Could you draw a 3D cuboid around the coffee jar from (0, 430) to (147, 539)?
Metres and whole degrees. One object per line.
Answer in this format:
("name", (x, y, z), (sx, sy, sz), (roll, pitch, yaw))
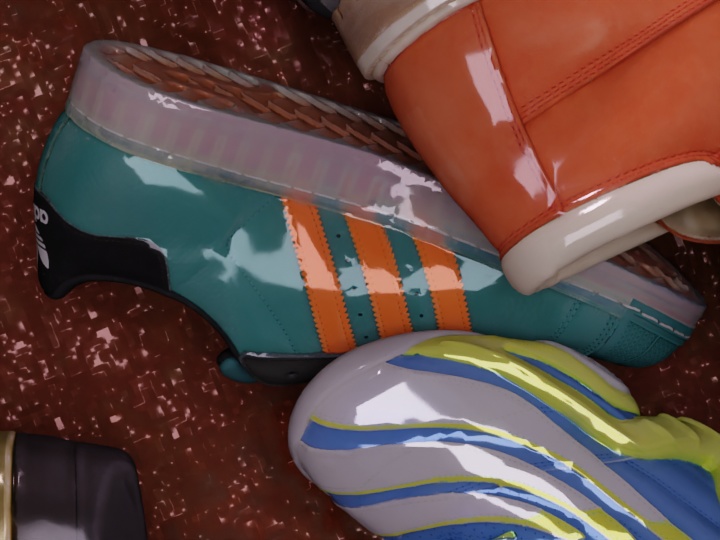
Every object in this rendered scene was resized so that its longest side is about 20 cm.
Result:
("coffee jar", (-0.159, 0.097, 0.803), (0.199, 0.085, 0.105), (-1, 89, -5))

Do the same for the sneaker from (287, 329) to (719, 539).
("sneaker", (0.076, 0.085, 0.793), (0.199, 0.105, 0.076), (19, 117, -18))

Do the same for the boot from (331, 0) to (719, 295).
("boot", (0.099, -0.063, 0.812), (0.200, 0.075, 0.107), (-24, 77, -25))

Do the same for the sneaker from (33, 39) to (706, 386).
("sneaker", (0.000, 0.000, 0.834), (0.199, 0.071, 0.080), (19, 107, -10))

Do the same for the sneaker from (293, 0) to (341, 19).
("sneaker", (0.055, -0.132, 0.819), (0.200, 0.082, 0.077), (-37, 125, 2))
